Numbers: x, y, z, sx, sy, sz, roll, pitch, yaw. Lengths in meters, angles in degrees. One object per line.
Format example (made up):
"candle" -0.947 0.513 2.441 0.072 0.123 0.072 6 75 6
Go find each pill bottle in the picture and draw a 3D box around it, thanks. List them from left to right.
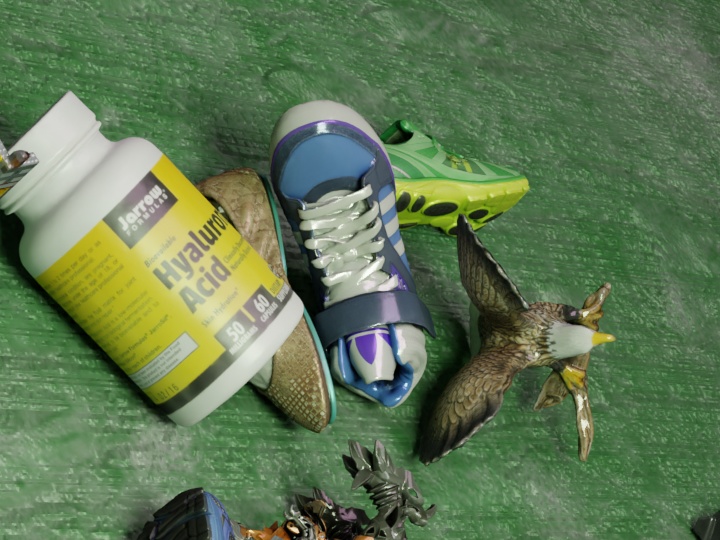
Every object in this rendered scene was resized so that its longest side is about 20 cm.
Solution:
"pill bottle" -0.139 -0.010 1.720 0.200 0.111 0.111 46 32 -8

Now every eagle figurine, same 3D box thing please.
"eagle figurine" 0.102 0.047 1.931 0.200 0.151 0.152 1 56 -51

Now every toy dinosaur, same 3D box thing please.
"toy dinosaur" -0.015 0.191 1.709 0.200 0.102 0.136 44 45 -29

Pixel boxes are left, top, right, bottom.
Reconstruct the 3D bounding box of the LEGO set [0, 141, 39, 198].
"LEGO set" -0.280 -0.092 1.613 0.153 0.116 0.201 -4 61 -53

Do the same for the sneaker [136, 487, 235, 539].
"sneaker" -0.082 0.221 1.608 0.078 0.075 0.201 23 48 -50

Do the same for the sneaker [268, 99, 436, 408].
"sneaker" 0.000 0.000 1.849 0.200 0.080 0.147 74 0 -48

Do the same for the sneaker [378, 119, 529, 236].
"sneaker" 0.053 -0.073 2.065 0.200 0.074 0.084 3 59 -50

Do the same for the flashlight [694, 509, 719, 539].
"flashlight" 0.345 0.216 2.152 0.200 0.068 0.068 12 52 -48

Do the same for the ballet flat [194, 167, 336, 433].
"ballet flat" -0.073 0.022 1.833 0.065 0.071 0.201 -6 56 -23
